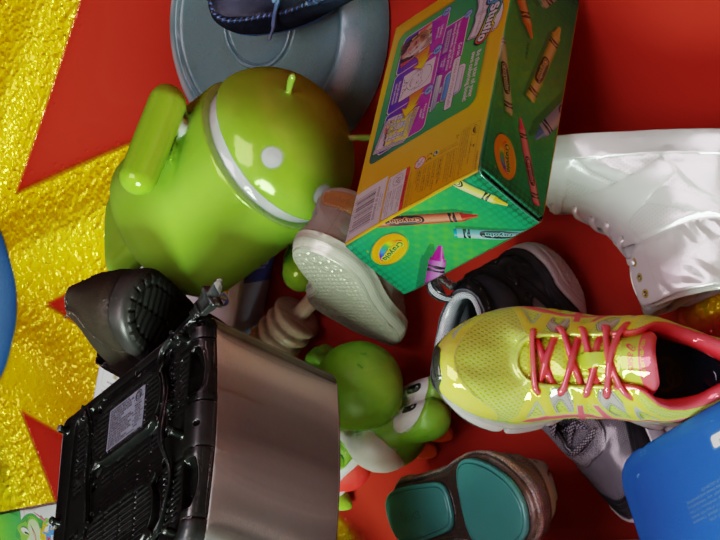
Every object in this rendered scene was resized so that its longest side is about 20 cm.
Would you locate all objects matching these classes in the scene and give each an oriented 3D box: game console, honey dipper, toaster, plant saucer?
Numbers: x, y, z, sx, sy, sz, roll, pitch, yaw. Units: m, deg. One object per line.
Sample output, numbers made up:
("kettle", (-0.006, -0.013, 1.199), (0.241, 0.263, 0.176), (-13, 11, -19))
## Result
("game console", (0.279, 0.153, 1.470), (0.200, 0.118, 0.171), (-34, 60, 34))
("honey dipper", (-0.012, -0.005, 1.719), (0.200, 0.038, 0.038), (-49, 65, 28))
("toaster", (-0.105, 0.142, 1.587), (0.200, 0.118, 0.181), (-38, 41, 41))
("plant saucer", (-0.066, -0.173, 1.753), (0.200, 0.027, 0.201), (4, 97, 39))

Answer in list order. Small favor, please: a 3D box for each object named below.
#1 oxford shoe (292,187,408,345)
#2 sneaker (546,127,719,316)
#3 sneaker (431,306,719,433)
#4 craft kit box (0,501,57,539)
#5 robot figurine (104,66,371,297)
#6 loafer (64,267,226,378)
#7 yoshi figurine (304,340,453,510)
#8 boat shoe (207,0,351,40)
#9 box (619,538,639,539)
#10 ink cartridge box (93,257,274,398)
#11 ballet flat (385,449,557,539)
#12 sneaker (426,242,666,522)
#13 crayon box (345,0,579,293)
("oxford shoe", (0.000, 0.000, 1.633), (0.075, 0.200, 0.058), (20, 74, 14))
("sneaker", (0.160, -0.028, 1.553), (0.200, 0.074, 0.116), (0, 91, 38))
("sneaker", (0.142, 0.054, 1.492), (0.090, 0.199, 0.078), (143, 127, -71))
("craft kit box", (-0.199, 0.262, 1.787), (0.048, 0.197, 0.201), (-12, 86, 39))
("robot figurine", (-0.087, -0.059, 1.673), (0.200, 0.175, 0.116), (-34, 39, 30))
("loafer", (-0.140, 0.050, 1.696), (0.071, 0.200, 0.073), (12, 65, 26))
("yoshi figurine", (-0.030, 0.101, 1.699), (0.200, 0.112, 0.113), (-24, 72, 35))
("boat shoe", (-0.022, -0.218, 1.660), (0.200, 0.069, 0.084), (-25, 77, 22))
("box", (0.086, 0.280, 1.575), (0.200, 0.171, 0.200), (-9, 87, 38))
("ink cartridge box", (-0.126, 0.029, 1.810), (0.119, 0.042, 0.201), (22, 110, 34))
("ballet flat", (0.085, 0.144, 1.600), (0.200, 0.067, 0.068), (-7, 94, 64))
("sneaker", (0.112, 0.078, 1.570), (0.075, 0.114, 0.200), (-46, 65, 43))
("crayon box", (0.065, -0.095, 1.559), (0.119, 0.058, 0.200), (-29, 35, 39))
